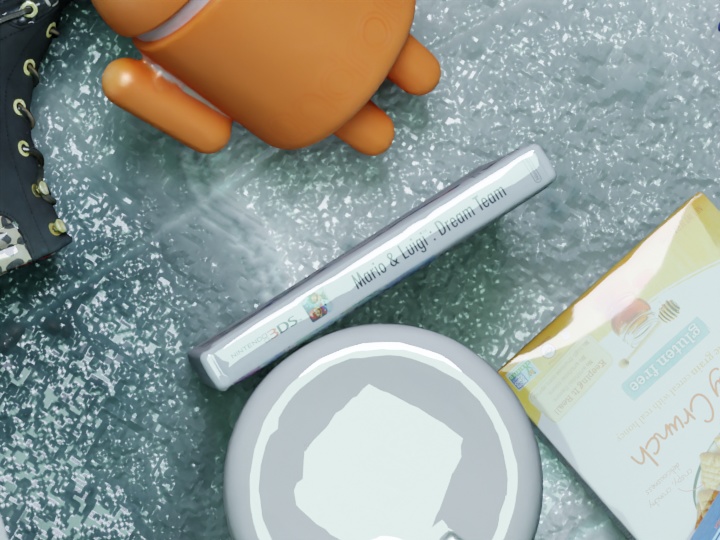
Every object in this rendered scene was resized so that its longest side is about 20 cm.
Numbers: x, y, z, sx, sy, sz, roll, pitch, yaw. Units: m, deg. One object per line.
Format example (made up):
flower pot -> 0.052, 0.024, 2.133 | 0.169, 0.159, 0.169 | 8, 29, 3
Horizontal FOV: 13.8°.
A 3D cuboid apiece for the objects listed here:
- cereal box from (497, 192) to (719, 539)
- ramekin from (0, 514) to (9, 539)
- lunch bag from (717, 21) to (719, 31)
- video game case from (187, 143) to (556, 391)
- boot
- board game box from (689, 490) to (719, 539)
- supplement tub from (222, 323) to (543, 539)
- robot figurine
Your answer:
cereal box -> 0.183, 0.082, 1.495 | 0.144, 0.040, 0.200 | -42, 83, -5
ramekin -> -0.273, 0.156, 1.410 | 0.200, 0.097, 0.202 | -10, 106, -38
lunch bag -> 0.292, -0.165, 1.495 | 0.199, 0.124, 0.171 | 18, 82, -5
video game case -> 0.000, 0.000, 1.427 | 0.182, 0.200, 0.024 | -32, 92, -5
boot -> -0.172, -0.085, 1.511 | 0.203, 0.073, 0.154 | -25, 90, -11
board game box -> 0.231, 0.205, 1.448 | 0.200, 0.037, 0.152 | 34, 87, -11
supplement tub -> 0.010, 0.108, 1.410 | 0.144, 0.200, 0.146 | 0, 81, 0
robot figurine -> -0.052, -0.139, 1.471 | 0.200, 0.144, 0.117 | 35, 44, -26
